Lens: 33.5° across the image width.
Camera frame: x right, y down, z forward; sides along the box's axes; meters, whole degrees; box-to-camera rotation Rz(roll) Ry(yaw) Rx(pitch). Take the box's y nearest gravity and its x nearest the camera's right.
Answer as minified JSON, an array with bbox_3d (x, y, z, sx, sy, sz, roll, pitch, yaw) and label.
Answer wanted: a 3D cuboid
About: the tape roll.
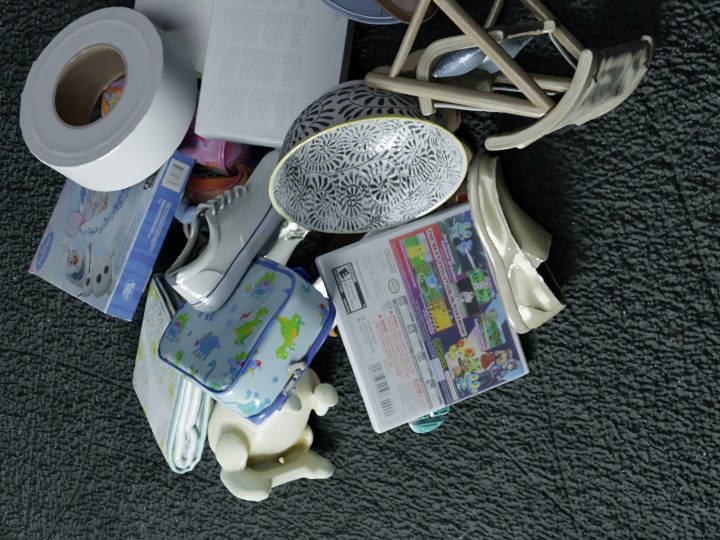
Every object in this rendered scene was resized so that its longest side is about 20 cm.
[{"bbox_3d":[-0.286,-0.194,1.353,0.202,0.071,0.203,-10,67,25],"label":"tape roll"}]

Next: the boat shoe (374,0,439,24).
[{"bbox_3d":[0.011,-0.335,1.193,0.072,0.068,0.200,-30,87,12],"label":"boat shoe"}]

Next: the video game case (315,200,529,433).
[{"bbox_3d":[0.068,0.049,1.277,0.182,0.023,0.200,-21,99,-10],"label":"video game case"}]

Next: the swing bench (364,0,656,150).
[{"bbox_3d":[0.149,-0.197,1.140,0.200,0.199,0.130,32,116,20],"label":"swing bench"}]

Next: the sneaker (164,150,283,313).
[{"bbox_3d":[-0.136,-0.054,1.275,0.071,0.200,0.073,40,157,-32],"label":"sneaker"}]

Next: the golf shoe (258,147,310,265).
[{"bbox_3d":[-0.067,-0.076,1.361,0.091,0.075,0.200,32,117,27],"label":"golf shoe"}]

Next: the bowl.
[{"bbox_3d":[0.001,-0.128,1.207,0.201,0.201,0.094,-31,54,32],"label":"bowl"}]

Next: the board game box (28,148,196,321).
[{"bbox_3d":[-0.296,-0.062,1.414,0.199,0.043,0.200,21,87,47],"label":"board game box"}]

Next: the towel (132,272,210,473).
[{"bbox_3d":[-0.228,0.121,1.471,0.171,0.048,0.200,57,139,46],"label":"towel"}]

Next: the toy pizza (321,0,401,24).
[{"bbox_3d":[0.027,-0.355,1.240,0.200,0.032,0.201,1,93,13],"label":"toy pizza"}]

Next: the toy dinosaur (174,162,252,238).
[{"bbox_3d":[-0.210,-0.090,1.432,0.181,0.105,0.200,42,114,26],"label":"toy dinosaur"}]

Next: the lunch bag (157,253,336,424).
[{"bbox_3d":[-0.120,0.063,1.274,0.161,0.082,0.200,-58,32,-8],"label":"lunch bag"}]

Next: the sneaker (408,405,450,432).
[{"bbox_3d":[0.040,0.080,1.340,0.091,0.078,0.200,10,108,55],"label":"sneaker"}]

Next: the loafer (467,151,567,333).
[{"bbox_3d":[0.164,-0.034,1.249,0.068,0.076,0.200,-15,108,16],"label":"loafer"}]

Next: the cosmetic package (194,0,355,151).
[{"bbox_3d":[-0.088,-0.234,1.294,0.151,0.052,0.200,8,90,9],"label":"cosmetic package"}]

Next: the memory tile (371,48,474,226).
[{"bbox_3d":[0.051,-0.129,1.318,0.153,0.017,0.200,-17,94,32],"label":"memory tile"}]

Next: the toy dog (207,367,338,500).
[{"bbox_3d":[-0.109,0.139,1.425,0.194,0.139,0.200,30,119,51],"label":"toy dog"}]

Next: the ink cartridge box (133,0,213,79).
[{"bbox_3d":[-0.190,-0.329,1.386,0.145,0.048,0.200,22,110,23],"label":"ink cartridge box"}]

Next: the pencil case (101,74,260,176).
[{"bbox_3d":[-0.211,-0.180,1.418,0.200,0.087,0.088,24,113,22],"label":"pencil case"}]

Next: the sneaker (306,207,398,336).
[{"bbox_3d":[0.000,0.000,1.353,0.085,0.073,0.200,30,128,-16],"label":"sneaker"}]
